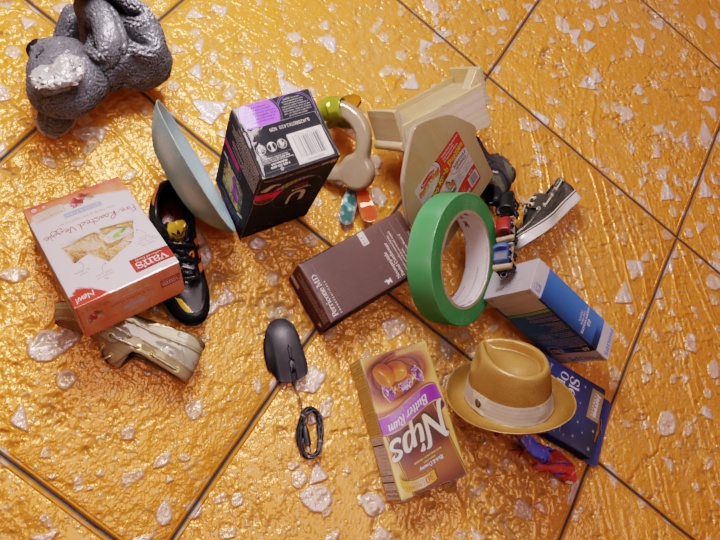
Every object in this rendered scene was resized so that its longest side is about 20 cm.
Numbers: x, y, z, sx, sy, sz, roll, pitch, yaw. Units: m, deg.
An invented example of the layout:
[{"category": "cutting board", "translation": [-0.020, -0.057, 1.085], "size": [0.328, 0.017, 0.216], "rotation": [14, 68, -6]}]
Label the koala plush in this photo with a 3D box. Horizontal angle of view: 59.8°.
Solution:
[{"category": "koala plush", "translation": [-0.382, -0.285, 0.869], "size": [0.183, 0.177, 0.202], "rotation": [38, 59, -15]}]

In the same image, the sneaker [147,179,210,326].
[{"category": "sneaker", "translation": [-0.254, -0.027, 0.864], "size": [0.068, 0.090, 0.204], "rotation": [-12, 74, -21]}]

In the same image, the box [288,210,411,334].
[{"category": "box", "translation": [0.000, 0.000, 0.959], "size": [0.198, 0.075, 0.101], "rotation": [-30, 84, -24]}]

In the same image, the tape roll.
[{"category": "tape roll", "translation": [0.147, -0.018, 0.971], "size": [0.198, 0.047, 0.206], "rotation": [-6, 98, -49]}]

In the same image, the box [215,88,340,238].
[{"category": "box", "translation": [-0.125, -0.145, 0.891], "size": [0.120, 0.200, 0.108], "rotation": [-22, 79, -24]}]

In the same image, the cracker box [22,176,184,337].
[{"category": "cracker box", "translation": [-0.332, -0.026, 0.807], "size": [0.132, 0.058, 0.200], "rotation": [-27, 55, -27]}]

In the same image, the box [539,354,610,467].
[{"category": "box", "translation": [0.329, 0.221, 1.025], "size": [0.197, 0.032, 0.123], "rotation": [30, 64, -9]}]

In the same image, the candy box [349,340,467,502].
[{"category": "candy box", "translation": [0.069, 0.217, 0.918], "size": [0.114, 0.056, 0.205], "rotation": [-12, 78, -24]}]

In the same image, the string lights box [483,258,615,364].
[{"category": "string lights box", "translation": [0.303, 0.072, 1.001], "size": [0.199, 0.102, 0.060], "rotation": [38, 62, -21]}]

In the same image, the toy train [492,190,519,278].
[{"category": "toy train", "translation": [0.235, -0.064, 1.009], "size": [0.202, 0.033, 0.046], "rotation": [-72, 145, -45]}]

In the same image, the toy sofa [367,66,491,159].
[{"category": "toy sofa", "translation": [0.115, -0.250, 1.020], "size": [0.198, 0.082, 0.099], "rotation": [-32, 119, -22]}]

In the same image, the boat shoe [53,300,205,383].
[{"category": "boat shoe", "translation": [-0.305, 0.094, 0.814], "size": [0.195, 0.074, 0.068], "rotation": [18, 69, -8]}]

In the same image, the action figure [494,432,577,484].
[{"category": "action figure", "translation": [0.269, 0.277, 0.960], "size": [0.198, 0.065, 0.052], "rotation": [36, 91, -22]}]

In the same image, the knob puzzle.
[{"category": "knob puzzle", "translation": [0.120, -0.153, 0.983], "size": [0.216, 0.030, 0.225], "rotation": [-16, 115, -39]}]

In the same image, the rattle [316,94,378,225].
[{"category": "rattle", "translation": [-0.014, -0.183, 1.036], "size": [0.129, 0.143, 0.202], "rotation": [-32, 95, 9]}]

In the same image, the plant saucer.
[{"category": "plant saucer", "translation": [-0.238, -0.132, 0.861], "size": [0.038, 0.201, 0.204], "rotation": [-29, 83, -4]}]

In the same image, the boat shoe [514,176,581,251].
[{"category": "boat shoe", "translation": [0.317, -0.102, 1.115], "size": [0.199, 0.071, 0.064], "rotation": [-37, 87, -35]}]

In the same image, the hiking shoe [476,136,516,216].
[{"category": "hiking shoe", "translation": [0.180, -0.179, 1.084], "size": [0.197, 0.076, 0.102], "rotation": [28, 61, -10]}]

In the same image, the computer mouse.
[{"category": "computer mouse", "translation": [-0.092, 0.165, 0.889], "size": [0.057, 0.034, 0.204], "rotation": [-14, 78, -24]}]

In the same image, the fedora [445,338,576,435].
[{"category": "fedora", "translation": [0.218, 0.156, 0.917], "size": [0.196, 0.200, 0.084], "rotation": [-12, 113, -23]}]
